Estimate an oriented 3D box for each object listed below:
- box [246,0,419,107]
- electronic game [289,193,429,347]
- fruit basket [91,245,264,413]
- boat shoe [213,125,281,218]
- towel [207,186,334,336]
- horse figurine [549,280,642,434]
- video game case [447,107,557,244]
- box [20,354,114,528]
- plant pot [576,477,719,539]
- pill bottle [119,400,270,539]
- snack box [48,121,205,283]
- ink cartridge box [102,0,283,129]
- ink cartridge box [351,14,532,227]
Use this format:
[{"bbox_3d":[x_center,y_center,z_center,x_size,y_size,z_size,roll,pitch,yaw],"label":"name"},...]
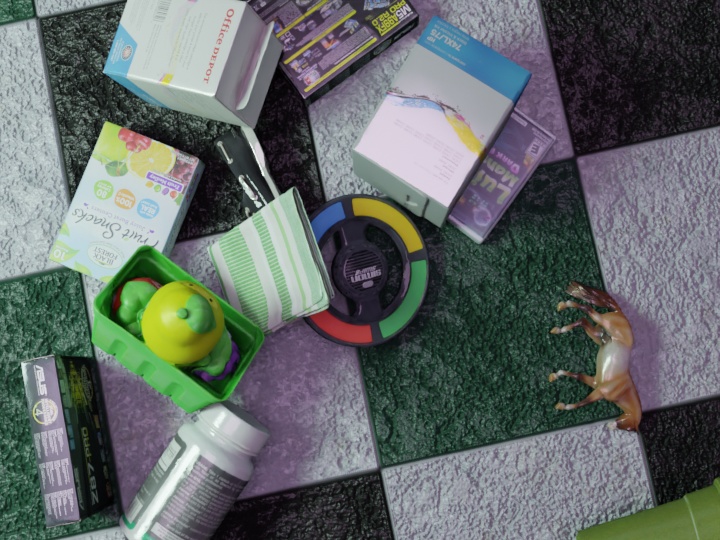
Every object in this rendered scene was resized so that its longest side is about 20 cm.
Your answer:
[{"bbox_3d":[-0.043,-0.351,1.300,0.199,0.044,0.161,-37,85,-3],"label":"box"},{"bbox_3d":[0.000,0.000,1.235,0.198,0.042,0.203,0,90,-21],"label":"electronic game"},{"bbox_3d":[-0.217,0.062,1.143,0.214,0.217,0.156,26,42,4],"label":"fruit basket"},{"bbox_3d":[-0.136,-0.102,1.260,0.060,0.074,0.202,-25,82,-1],"label":"boat shoe"},{"bbox_3d":[-0.120,0.002,1.207,0.023,0.199,0.154,-13,80,-44],"label":"towel"},{"bbox_3d":[0.315,0.111,1.239,0.131,0.050,0.203,5,78,-11],"label":"horse figurine"},{"bbox_3d":[0.139,-0.168,1.288,0.199,0.023,0.183,37,86,4],"label":"video game case"},{"bbox_3d":[-0.369,0.210,1.186,0.048,0.161,0.203,-11,83,-1],"label":"box"},{"bbox_3d":[0.371,0.372,1.161,0.188,0.200,0.203,-12,84,13],"label":"plant pot"},{"bbox_3d":[-0.208,0.268,1.201,0.113,0.113,0.201,34,86,4],"label":"pill bottle"},{"bbox_3d":[-0.313,-0.080,1.269,0.141,0.053,0.202,21,85,3],"label":"snack box"},{"bbox_3d":[-0.205,-0.276,1.226,0.198,0.125,0.130,17,84,20],"label":"ink cartridge box"},{"bbox_3d":[0.100,-0.185,1.206,0.145,0.147,0.201,32,85,4],"label":"ink cartridge box"}]
